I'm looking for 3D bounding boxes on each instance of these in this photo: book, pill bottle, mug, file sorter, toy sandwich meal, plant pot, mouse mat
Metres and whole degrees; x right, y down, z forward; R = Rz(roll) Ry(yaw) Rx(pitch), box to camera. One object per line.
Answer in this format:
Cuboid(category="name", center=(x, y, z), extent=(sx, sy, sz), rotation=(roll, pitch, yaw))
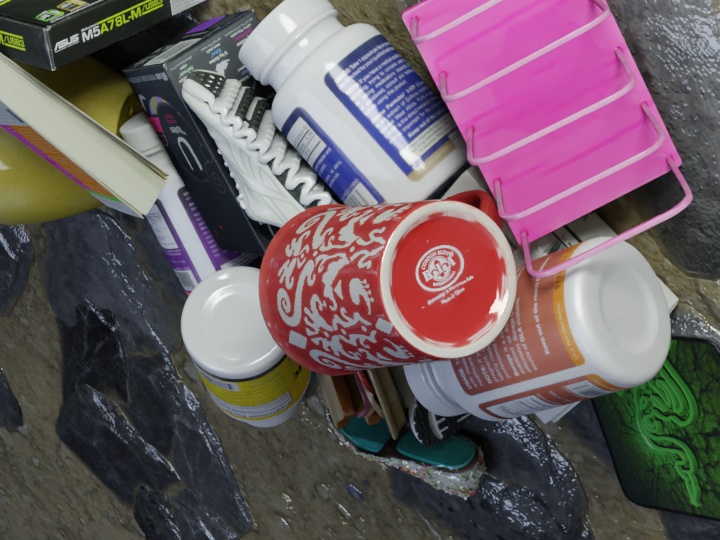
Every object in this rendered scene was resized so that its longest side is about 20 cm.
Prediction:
Cuboid(category="book", center=(-0.290, -0.127, 1.358), extent=(0.200, 0.048, 0.133), rotation=(38, 165, -28))
Cuboid(category="pill bottle", center=(0.129, 0.052, 1.116), extent=(0.199, 0.112, 0.113), rotation=(-21, 106, 45))
Cuboid(category="pill bottle", center=(-0.163, -0.071, 1.468), extent=(0.111, 0.111, 0.201), rotation=(-1, 121, 48))
Cuboid(category="mug", center=(0.028, -0.009, 1.073), extent=(0.133, 0.179, 0.200), rotation=(31, 166, -19))
Cuboid(category="file sorter", center=(0.135, -0.118, 1.033), extent=(0.138, 0.126, 0.201), rotation=(-26, 106, 10))
Cuboid(category="toy sandwich meal", center=(-0.016, 0.083, 1.419), extent=(0.205, 0.070, 0.207), rotation=(159, 90, -89))
Cuboid(category="pill bottle", center=(-0.107, 0.085, 1.438), extent=(0.111, 0.111, 0.200), rotation=(36, 163, 18))
Cuboid(category="pill bottle", center=(-0.005, -0.136, 1.227), extent=(0.200, 0.120, 0.120), rotation=(48, 145, 2))
Cuboid(category="plant pot", center=(-0.299, -0.143, 1.512), extent=(0.140, 0.201, 0.202), rotation=(4, 130, 14))
Cuboid(category="mouse mat", center=(0.271, 0.139, 1.274), extent=(0.160, 0.008, 0.202), rotation=(3, 123, 47))

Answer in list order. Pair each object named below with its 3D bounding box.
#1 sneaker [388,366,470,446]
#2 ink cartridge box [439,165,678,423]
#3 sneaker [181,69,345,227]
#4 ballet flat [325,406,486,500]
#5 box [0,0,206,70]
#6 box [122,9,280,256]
Cuboid(category="sneaker", center=(0.058, 0.083, 1.418), extent=(0.080, 0.073, 0.202), rotation=(40, 149, 50))
Cuboid(category="ink cartridge box", center=(0.144, 0.008, 1.222), extent=(0.200, 0.084, 0.146), rotation=(47, 141, 4))
Cuboid(category="sneaker", center=(-0.087, -0.089, 1.263), extent=(0.200, 0.075, 0.081), rotation=(44, 116, -11))
Cuboid(category="ballet flat", center=(0.045, 0.187, 1.513), extent=(0.199, 0.076, 0.064), rotation=(23, 145, 37))
Cuboid(category="box", center=(-0.272, -0.254, 1.344), extent=(0.192, 0.199, 0.048), rotation=(22, 130, 36))
Cuboid(category="box", center=(-0.115, -0.125, 1.351), extent=(0.201, 0.106, 0.122), rotation=(62, 159, -17))
